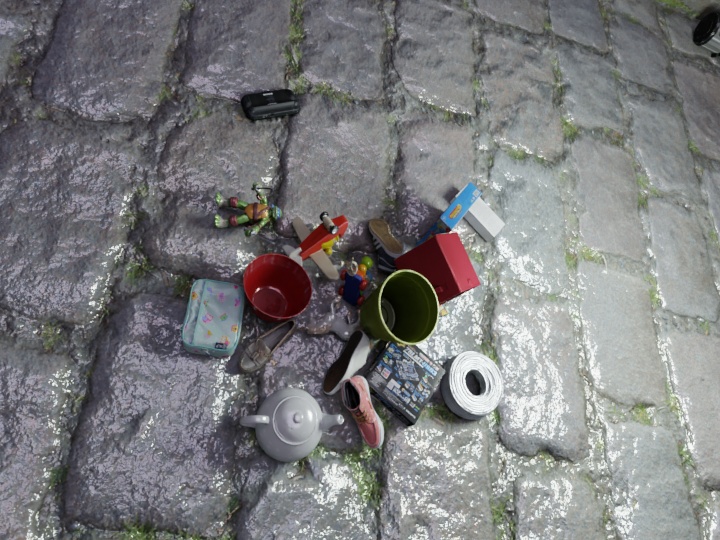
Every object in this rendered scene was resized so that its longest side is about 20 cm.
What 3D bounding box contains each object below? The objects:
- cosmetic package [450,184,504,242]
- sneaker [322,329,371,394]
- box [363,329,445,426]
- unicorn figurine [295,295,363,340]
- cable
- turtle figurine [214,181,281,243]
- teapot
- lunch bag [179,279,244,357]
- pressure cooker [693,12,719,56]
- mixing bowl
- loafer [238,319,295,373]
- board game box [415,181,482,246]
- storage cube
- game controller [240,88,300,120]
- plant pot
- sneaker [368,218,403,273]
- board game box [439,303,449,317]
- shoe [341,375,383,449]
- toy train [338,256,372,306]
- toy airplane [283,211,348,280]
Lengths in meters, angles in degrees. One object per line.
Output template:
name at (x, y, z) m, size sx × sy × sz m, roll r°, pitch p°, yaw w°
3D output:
cosmetic package at (0.418, -0.204, 1.929) m, size 0.200 × 0.051 × 0.082 m, roll 47°, pitch 58°, yaw 3°
sneaker at (-0.028, 0.278, 1.545) m, size 0.202 × 0.072 × 0.085 m, roll -55°, pitch 132°, yaw -14°
box at (0.128, 0.317, 1.598) m, size 0.199 × 0.050 × 0.200 m, roll 39°, pitch 60°, yaw -1°
unicorn figurine at (-0.075, 0.151, 1.576) m, size 0.196 × 0.074 × 0.140 m, roll 28°, pitch 60°, yaw -7°
cable at (0.344, 0.352, 1.654) m, size 0.197 × 0.069 × 0.203 m, roll 31°, pitch 61°, yaw -6°
turtle figurine at (-0.329, -0.178, 1.563) m, size 0.187 × 0.148 × 0.201 m, roll 0°, pitch 23°, yaw -1°
teapot at (-0.181, 0.392, 1.393) m, size 0.198 × 0.146 × 0.200 m, roll 46°, pitch 61°, yaw 3°
lunch bag at (-0.401, 0.131, 1.458) m, size 0.156 × 0.077 × 0.206 m, roll 12°, pitch 64°, yaw -16°
pressure cooker at (1.921, -1.264, 2.884) m, size 0.195 × 0.176 × 0.183 m, roll 18°, pitch 59°, yaw -13°
mixing bowl at (-0.245, 0.068, 1.518) m, size 0.195 × 0.109 × 0.205 m, roll 14°, pitch 53°, yaw -19°
loafer at (-0.257, 0.201, 1.491) m, size 0.072 × 0.063 × 0.199 m, roll 47°, pitch 60°, yaw 3°
board game box at (0.290, -0.168, 1.781) m, size 0.056 × 0.196 × 0.200 m, roll 41°, pitch 60°, yaw 2°
storage cube at (0.234, 0.006, 1.635) m, size 0.198 × 0.169 × 0.184 m, roll -10°, pitch 73°, yaw -56°
game controller at (-0.302, -0.562, 1.818) m, size 0.195 × 0.043 × 0.106 m, roll -17°, pitch 61°, yaw -27°
plant pot at (0.093, 0.120, 1.548) m, size 0.195 × 0.192 × 0.207 m, roll 7°, pitch 74°, yaw -26°
sneaker at (0.072, -0.075, 1.740) m, size 0.068 × 0.111 × 0.202 m, roll -10°, pitch 42°, yaw -21°
board game box at (0.206, 0.064, 1.752) m, size 0.102 × 0.024 × 0.204 m, roll -18°, pitch 75°, yaw -24°
shoe at (0.001, 0.392, 1.478) m, size 0.091 × 0.070 × 0.206 m, roll 14°, pitch 56°, yaw -66°
toy train at (0.000, 0.000, 1.602) m, size 0.083 × 0.203 × 0.116 m, roll 26°, pitch 50°, yaw 15°
toy airplane at (-0.133, -0.068, 1.627) m, size 0.193 × 0.141 × 0.206 m, roll 2°, pitch 71°, yaw 22°
